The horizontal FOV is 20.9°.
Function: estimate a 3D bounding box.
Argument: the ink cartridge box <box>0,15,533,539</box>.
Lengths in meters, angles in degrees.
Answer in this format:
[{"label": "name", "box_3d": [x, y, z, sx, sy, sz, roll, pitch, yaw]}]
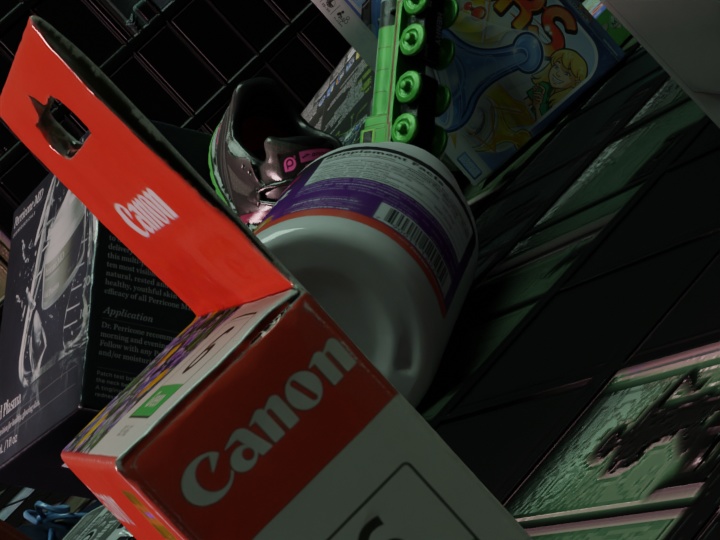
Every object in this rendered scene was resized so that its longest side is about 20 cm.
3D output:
[{"label": "ink cartridge box", "box_3d": [-0.017, 0.047, 0.395, 0.050, 0.200, 0.109, -44, 6, -13]}]

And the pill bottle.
[{"label": "pill bottle", "box_3d": [0.000, 0.000, 0.985, 0.111, 0.111, 0.200, -41, 7, 21]}]

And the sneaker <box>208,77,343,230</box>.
[{"label": "sneaker", "box_3d": [-0.038, -0.035, 1.155, 0.076, 0.200, 0.084, -18, -35, -23]}]

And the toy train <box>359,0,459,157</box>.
[{"label": "toy train", "box_3d": [0.027, -0.094, 1.271, 0.056, 0.042, 0.201, -9, 70, 44]}]

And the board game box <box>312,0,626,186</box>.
[{"label": "board game box", "box_3d": [0.063, -0.176, 1.321, 0.135, 0.200, 0.034, -41, 3, 22]}]

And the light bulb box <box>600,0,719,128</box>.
[{"label": "light bulb box", "box_3d": [0.216, -0.199, 0.882, 0.198, 0.125, 0.200, -39, 9, 37]}]

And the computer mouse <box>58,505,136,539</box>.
[{"label": "computer mouse", "box_3d": [-0.123, 0.158, 1.051, 0.110, 0.044, 0.200, -48, 12, -23]}]

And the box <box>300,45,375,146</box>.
[{"label": "box", "box_3d": [-0.023, -0.067, 1.454, 0.200, 0.047, 0.194, -50, 25, 35]}]

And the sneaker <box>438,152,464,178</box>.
[{"label": "sneaker", "box_3d": [0.022, -0.071, 1.492, 0.080, 0.077, 0.200, -53, 8, -8]}]

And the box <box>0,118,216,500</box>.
[{"label": "box", "box_3d": [-0.152, 0.031, 1.273, 0.200, 0.123, 0.198, -35, 47, 57]}]

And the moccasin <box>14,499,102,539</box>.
[{"label": "moccasin", "box_3d": [-0.189, 0.177, 1.162, 0.200, 0.068, 0.081, -47, -3, -38]}]

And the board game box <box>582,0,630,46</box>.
[{"label": "board game box", "box_3d": [0.180, -0.186, 1.437, 0.200, 0.029, 0.135, -45, 6, -15]}]

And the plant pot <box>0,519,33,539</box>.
[{"label": "plant pot", "box_3d": [-0.241, 0.163, 0.871, 0.200, 0.200, 0.176, -59, 10, -24]}]
